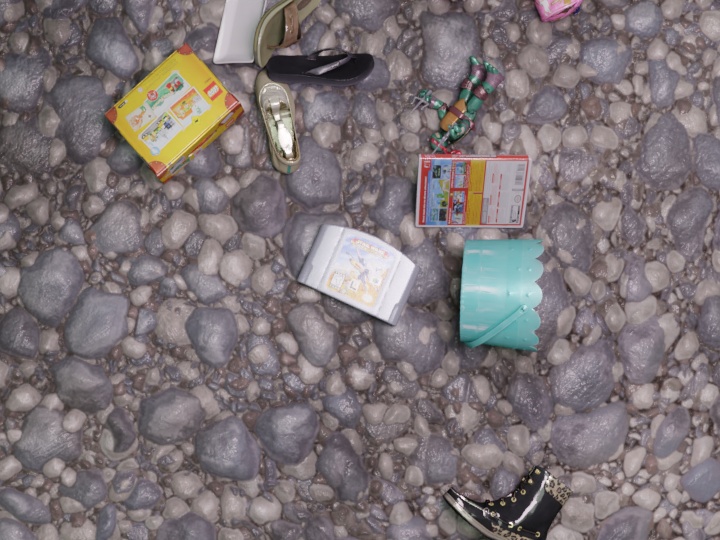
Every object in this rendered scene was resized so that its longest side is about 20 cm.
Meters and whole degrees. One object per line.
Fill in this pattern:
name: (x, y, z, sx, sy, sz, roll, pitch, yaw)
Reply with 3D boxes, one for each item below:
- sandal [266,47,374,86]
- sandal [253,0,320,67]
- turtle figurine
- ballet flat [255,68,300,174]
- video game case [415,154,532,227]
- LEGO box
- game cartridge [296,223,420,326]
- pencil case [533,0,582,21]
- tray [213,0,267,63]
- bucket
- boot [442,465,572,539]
sandal: (-0.071, -0.372, 1.618, 0.197, 0.043, 0.077, -4, 50, -5)
sandal: (-0.125, -0.446, 1.608, 0.057, 0.080, 0.202, 32, 73, 20)
turtle figurine: (0.168, -0.286, 1.610, 0.201, 0.100, 0.150, -52, 47, 5)
ballet flat: (-0.147, -0.277, 1.620, 0.069, 0.069, 0.202, -15, 86, -1)
video game case: (0.199, -0.140, 1.593, 0.197, 0.018, 0.144, 0, 126, -1)
LEGO box: (-0.333, -0.283, 1.613, 0.200, 0.077, 0.149, -42, 87, -3)
game cartridge: (0.000, 0.000, 1.616, 0.198, 0.042, 0.134, 24, 90, 2)
pencil case: (0.341, -0.560, 1.636, 0.086, 0.083, 0.202, -19, 85, -8)
tray: (-0.208, -0.474, 1.639, 0.106, 0.022, 0.202, 8, 85, 36)
bucket: (0.241, 0.040, 1.535, 0.133, 0.207, 0.210, 3, 86, 10)
boot: (0.260, 0.399, 1.569, 0.203, 0.073, 0.155, 35, 84, -4)
